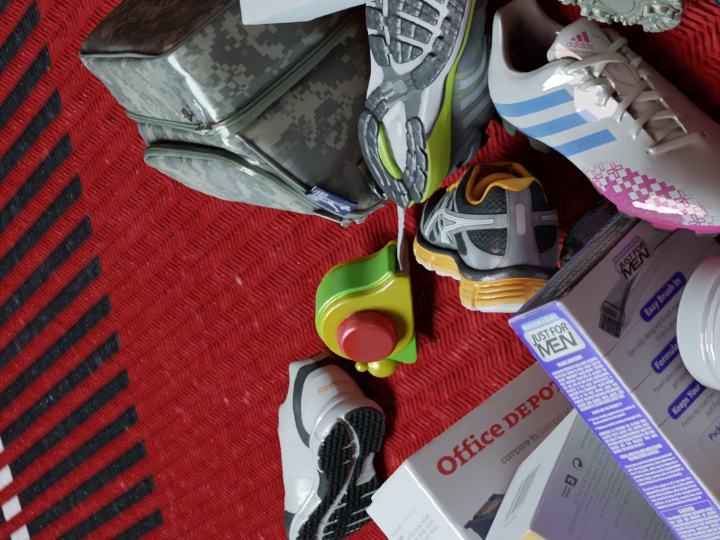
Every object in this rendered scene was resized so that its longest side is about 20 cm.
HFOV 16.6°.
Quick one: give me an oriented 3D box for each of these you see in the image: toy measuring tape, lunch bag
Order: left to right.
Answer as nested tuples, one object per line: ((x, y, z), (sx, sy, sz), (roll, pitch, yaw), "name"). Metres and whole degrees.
((-0.065, -0.113, 1.574), (0.168, 0.139, 0.200), (52, 162, -22), "lunch bag")
((0.000, 0.000, 1.661), (0.073, 0.073, 0.201), (35, 147, 33), "toy measuring tape")

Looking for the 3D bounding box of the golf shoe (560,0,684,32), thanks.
((0.137, -0.194, 1.267), (0.078, 0.098, 0.200), (14, 162, 17), "golf shoe")

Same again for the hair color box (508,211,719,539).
((0.188, 0.067, 1.385), (0.200, 0.109, 0.065), (53, 151, -8), "hair color box")

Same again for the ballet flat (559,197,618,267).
((0.177, 0.056, 1.456), (0.201, 0.072, 0.072), (58, 151, -4), "ballet flat")

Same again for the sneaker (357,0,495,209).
((0.050, -0.132, 1.447), (0.074, 0.081, 0.201), (41, 143, 25), "sneaker")

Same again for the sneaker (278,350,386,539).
((-0.027, 0.138, 1.869), (0.080, 0.073, 0.201), (56, 151, 32), "sneaker")

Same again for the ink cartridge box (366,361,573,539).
((0.125, 0.174, 1.577), (0.200, 0.144, 0.084), (50, 150, 10), "ink cartridge box")

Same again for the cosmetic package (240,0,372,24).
((-0.025, -0.250, 1.396), (0.150, 0.051, 0.202), (-8, 89, 57), "cosmetic package")

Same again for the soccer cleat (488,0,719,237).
((0.141, -0.088, 1.360), (0.199, 0.070, 0.087), (31, 143, 38), "soccer cleat")

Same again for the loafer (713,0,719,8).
((0.230, -0.130, 1.194), (0.201, 0.068, 0.071), (48, 133, 18), "loafer")

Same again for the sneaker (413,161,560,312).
((0.081, -0.031, 1.482), (0.200, 0.078, 0.078), (-135, 42, -73), "sneaker")

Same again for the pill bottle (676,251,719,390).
((0.258, 0.039, 1.270), (0.199, 0.109, 0.110), (11, 129, 52), "pill bottle")

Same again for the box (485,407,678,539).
((0.182, 0.181, 1.470), (0.199, 0.098, 0.125), (29, 151, -2), "box")
